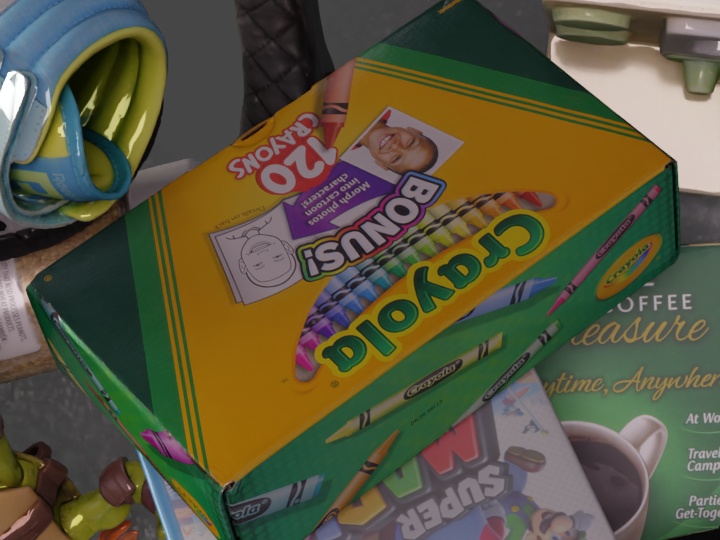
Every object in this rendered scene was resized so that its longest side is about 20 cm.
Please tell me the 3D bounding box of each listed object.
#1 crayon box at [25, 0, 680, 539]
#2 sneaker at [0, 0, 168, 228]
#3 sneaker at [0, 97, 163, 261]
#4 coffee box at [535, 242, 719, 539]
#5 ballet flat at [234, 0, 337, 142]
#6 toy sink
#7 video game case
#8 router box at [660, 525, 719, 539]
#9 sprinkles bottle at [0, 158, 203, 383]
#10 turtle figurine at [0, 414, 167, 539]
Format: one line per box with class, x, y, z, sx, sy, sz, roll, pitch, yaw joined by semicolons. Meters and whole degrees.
crayon box;0.000;0.000;0.857;0.200;0.058;0.119;-35;55;-18
sneaker;-0.152;-0.042;0.808;0.200;0.080;0.131;-41;60;1
sneaker;-0.169;-0.041;0.900;0.199;0.074;0.081;-23;54;-1
coffee box;0.100;0.090;0.928;0.123;0.044;0.201;-4;89;6
ballet flat;-0.045;-0.104;0.897;0.057;0.067;0.200;-9;122;8
toy sink;0.135;-0.129;0.894;0.130;0.112;0.201;8;90;6
video game case;0.003;0.077;0.847;0.143;0.018;0.200;-19;53;-6
router box;0.086;0.202;0.879;0.149;0.062;0.201;-13;111;11
sprinkles bottle;-0.148;0.013;0.943;0.199;0.068;0.068;-15;88;6
turtle figurine;-0.131;0.086;0.924;0.200;0.065;0.161;-26;127;17
